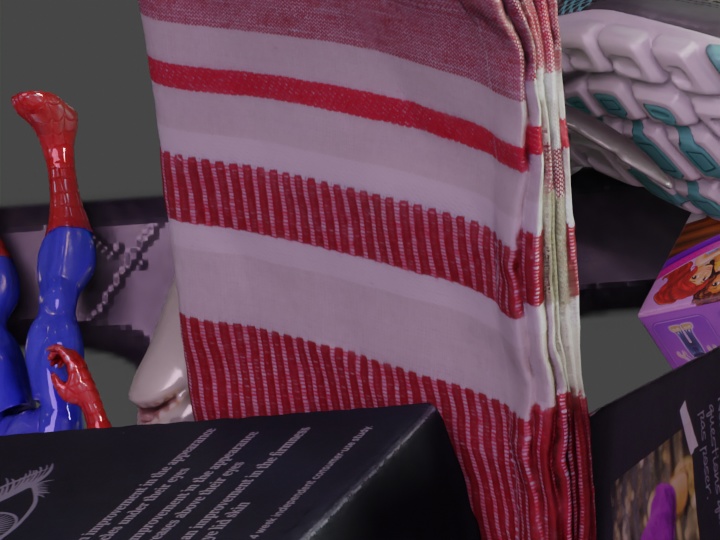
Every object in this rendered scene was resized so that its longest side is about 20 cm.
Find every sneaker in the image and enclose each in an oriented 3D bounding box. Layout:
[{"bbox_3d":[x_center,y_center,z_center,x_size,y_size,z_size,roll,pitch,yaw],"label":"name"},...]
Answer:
[{"bbox_3d":[0.088,-0.072,0.869,0.091,0.200,0.078,-49,119,-16],"label":"sneaker"}]

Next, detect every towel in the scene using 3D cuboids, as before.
[{"bbox_3d":[-0.002,-0.003,0.803,0.144,0.023,0.200,15,121,39],"label":"towel"}]

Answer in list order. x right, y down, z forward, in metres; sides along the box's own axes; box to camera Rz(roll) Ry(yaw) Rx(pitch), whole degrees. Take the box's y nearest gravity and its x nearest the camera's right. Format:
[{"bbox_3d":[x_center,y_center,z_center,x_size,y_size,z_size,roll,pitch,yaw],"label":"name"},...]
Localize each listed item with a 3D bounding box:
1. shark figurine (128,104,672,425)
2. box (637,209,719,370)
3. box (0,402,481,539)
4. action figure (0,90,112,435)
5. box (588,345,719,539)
[{"bbox_3d":[0.011,-0.019,0.902,0.089,0.214,0.128,25,47,-23],"label":"shark figurine"},{"bbox_3d":[0.188,-0.035,0.819,0.200,0.039,0.137,-14,32,39],"label":"box"},{"bbox_3d":[-0.082,0.114,0.783,0.200,0.148,0.104,-6,108,28],"label":"box"},{"bbox_3d":[-0.105,0.046,0.920,0.065,0.052,0.200,-18,72,21],"label":"action figure"},{"bbox_3d":[0.131,0.082,0.794,0.122,0.200,0.106,1,78,-15],"label":"box"}]
